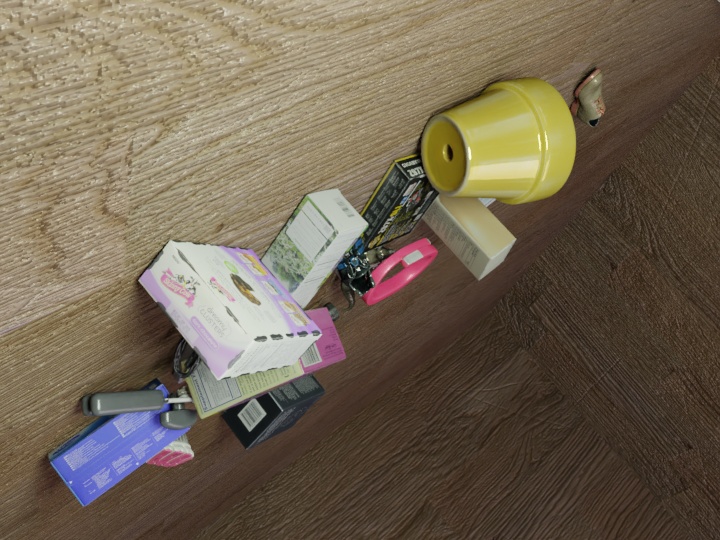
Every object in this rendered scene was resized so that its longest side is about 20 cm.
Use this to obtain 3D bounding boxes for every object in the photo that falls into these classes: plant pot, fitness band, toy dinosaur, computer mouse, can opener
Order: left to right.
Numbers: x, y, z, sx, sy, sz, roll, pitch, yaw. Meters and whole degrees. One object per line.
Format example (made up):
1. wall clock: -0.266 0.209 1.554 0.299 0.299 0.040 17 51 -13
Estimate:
1. can opener: -0.324 0.210 1.072 0.052 0.067 0.199 -14 163 38
2. computer mouse: -0.213 0.078 1.058 0.200 0.059 0.034 -49 -173 0
3. toy dinosaur: 0.000 0.000 1.402 0.200 0.077 0.102 -44 153 27
4. fitness band: 0.075 0.002 1.391 0.199 0.038 0.144 -24 160 -50
5. plant pot: 0.209 -0.199 1.131 0.187 0.202 0.201 -14 153 -27

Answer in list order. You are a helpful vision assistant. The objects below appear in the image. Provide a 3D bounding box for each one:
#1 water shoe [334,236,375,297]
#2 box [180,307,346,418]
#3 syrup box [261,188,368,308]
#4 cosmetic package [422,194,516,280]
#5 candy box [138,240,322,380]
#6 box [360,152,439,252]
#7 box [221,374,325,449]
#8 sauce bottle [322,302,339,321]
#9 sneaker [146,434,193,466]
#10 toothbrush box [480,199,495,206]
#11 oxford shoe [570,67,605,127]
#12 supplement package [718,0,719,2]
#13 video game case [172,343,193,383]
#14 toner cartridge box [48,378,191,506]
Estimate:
1. water shoe: -0.015 -0.030 1.171 0.071 0.079 0.200 -38 149 -8
2. box: -0.153 0.146 1.143 0.199 0.098 0.176 -25 173 18
3. syrup box: -0.085 -0.023 1.076 0.081 0.079 0.200 -20 154 -53
4. cosmetic package: 0.196 -0.091 1.348 0.071 0.200 0.105 -35 165 -19
5. candy box: -0.162 0.048 0.914 0.072 0.168 0.200 -46 164 13
6. box: 0.076 -0.125 1.250 0.159 0.049 0.200 -23 157 -43
7. box: -0.203 0.314 1.668 0.149 0.107 0.200 -48 163 21
8. sauce bottle: -0.130 0.135 1.433 0.199 0.066 0.066 -36 164 -21
9. sneaker: -0.378 0.286 1.238 0.073 0.088 0.200 -35 144 15
10. toothbrush box: 0.244 -0.198 1.390 0.146 0.085 0.200 -37 164 -17
11. oxford shoe: 0.528 -0.388 1.581 0.070 0.075 0.200 -41 165 3
12. supplement package: 1.017 -0.718 1.795 0.199 0.114 0.110 -29 162 -41
13. video game case: -0.219 0.098 1.194 0.181 0.023 0.200 -27 160 -43
14. toner cartridge box: -0.383 0.273 1.126 0.199 0.096 0.043 -35 -159 -21
